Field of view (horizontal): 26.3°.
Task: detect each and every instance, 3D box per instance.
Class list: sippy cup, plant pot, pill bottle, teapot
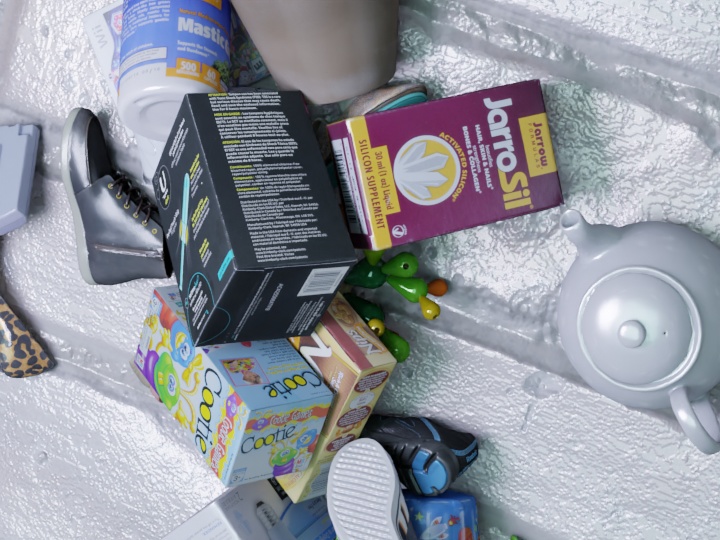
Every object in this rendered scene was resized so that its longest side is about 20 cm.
[{"bbox_3d":[0.070,0.297,1.612,0.139,0.177,0.131,1,89,48],"label":"sippy cup"},{"bbox_3d":[-0.039,-0.266,1.533,0.199,0.200,0.174,-5,115,20],"label":"plant pot"},{"bbox_3d":[-0.186,-0.241,1.561,0.112,0.112,0.201,-11,64,21],"label":"pill bottle"},{"bbox_3d":[0.276,0.053,1.481,0.199,0.146,0.198,16,105,16],"label":"teapot"}]

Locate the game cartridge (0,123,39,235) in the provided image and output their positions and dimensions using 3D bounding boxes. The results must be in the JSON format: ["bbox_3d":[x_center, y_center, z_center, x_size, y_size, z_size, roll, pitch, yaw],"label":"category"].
[{"bbox_3d":[-0.459,-0.091,1.746,0.199,0.040,0.134,-7,61,21],"label":"game cartridge"}]

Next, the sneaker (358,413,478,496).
[{"bbox_3d":[0.033,0.189,1.637,0.199,0.082,0.074,13,114,37],"label":"sneaker"}]

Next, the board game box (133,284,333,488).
[{"bbox_3d":[-0.133,0.111,1.573,0.200,0.105,0.103,47,131,38],"label":"board game box"}]

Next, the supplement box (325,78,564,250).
[{"bbox_3d":[0.081,-0.102,1.501,0.199,0.103,0.132,-14,95,-13],"label":"supplement box"}]

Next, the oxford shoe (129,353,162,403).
[{"bbox_3d":[-0.196,0.047,1.692,0.074,0.071,0.200,37,106,21],"label":"oxford shoe"}]

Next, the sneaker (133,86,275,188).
[{"bbox_3d":[-0.153,-0.133,1.639,0.199,0.075,0.115,5,115,17],"label":"sneaker"}]

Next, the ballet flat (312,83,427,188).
[{"bbox_3d":[-0.018,-0.143,1.599,0.200,0.068,0.067,-40,62,20],"label":"ballet flat"}]

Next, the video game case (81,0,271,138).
[{"bbox_3d":[-0.193,-0.246,1.667,0.199,0.018,0.144,-21,92,22],"label":"video game case"}]

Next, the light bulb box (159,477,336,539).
[{"bbox_3d":[-0.100,0.326,1.635,0.125,0.198,0.200,-36,87,23],"label":"light bulb box"}]

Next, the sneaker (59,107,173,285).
[{"bbox_3d":[-0.262,-0.084,1.696,0.106,0.075,0.201,-2,107,15],"label":"sneaker"}]

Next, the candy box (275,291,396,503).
[{"bbox_3d":[-0.048,0.131,1.601,0.116,0.055,0.200,49,130,30],"label":"candy box"}]

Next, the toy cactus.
[{"bbox_3d":[0.000,0.000,1.614,0.165,0.102,0.201,-17,96,40],"label":"toy cactus"}]

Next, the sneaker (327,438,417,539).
[{"bbox_3d":[0.017,0.266,1.539,0.078,0.201,0.080,-19,137,8],"label":"sneaker"}]

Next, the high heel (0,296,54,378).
[{"bbox_3d":[-0.402,0.019,1.778,0.142,0.071,0.201,16,92,-7],"label":"high heel"}]

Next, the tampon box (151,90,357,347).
[{"bbox_3d":[-0.108,-0.051,1.499,0.150,0.126,0.201,-57,44,52],"label":"tampon box"}]
